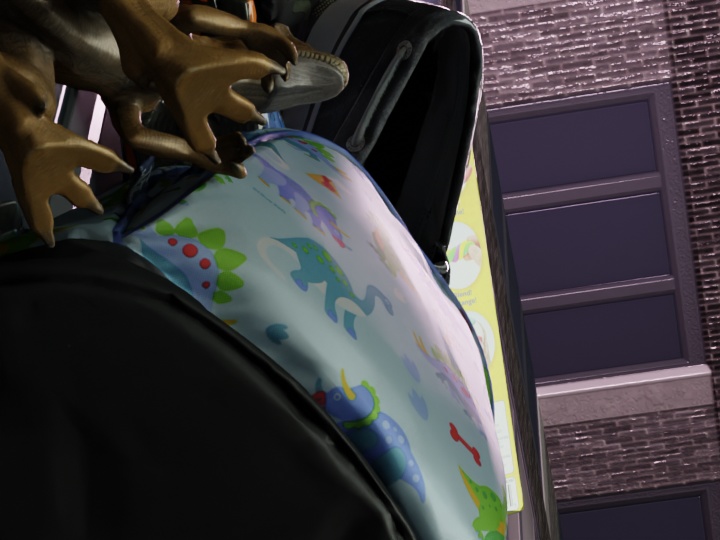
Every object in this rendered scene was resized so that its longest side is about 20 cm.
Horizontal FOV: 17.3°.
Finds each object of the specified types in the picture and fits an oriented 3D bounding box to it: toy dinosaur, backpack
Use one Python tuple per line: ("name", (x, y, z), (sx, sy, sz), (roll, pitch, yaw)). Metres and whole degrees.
("toy dinosaur", (-0.076, -0.062, 0.521), (0.200, 0.060, 0.106), (33, 14, -45))
("backpack", (-0.034, 0.041, 0.608), (0.163, 0.154, 0.200), (49, -4, -4))

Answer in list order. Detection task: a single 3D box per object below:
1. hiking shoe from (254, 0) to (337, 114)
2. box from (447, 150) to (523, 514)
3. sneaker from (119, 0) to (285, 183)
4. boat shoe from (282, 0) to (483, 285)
("hiking shoe", (-0.031, -0.116, 0.905), (0.101, 0.075, 0.201), (-52, 150, -35))
("box", (0.001, 0.016, 1.019), (0.048, 0.117, 0.202), (-1, -83, 53))
("sneaker", (-0.050, -0.034, 0.817), (0.078, 0.075, 0.202), (-75, 158, -81))
("boat shoe", (0.000, 0.000, 0.859), (0.071, 0.068, 0.201), (17, 90, -40))
